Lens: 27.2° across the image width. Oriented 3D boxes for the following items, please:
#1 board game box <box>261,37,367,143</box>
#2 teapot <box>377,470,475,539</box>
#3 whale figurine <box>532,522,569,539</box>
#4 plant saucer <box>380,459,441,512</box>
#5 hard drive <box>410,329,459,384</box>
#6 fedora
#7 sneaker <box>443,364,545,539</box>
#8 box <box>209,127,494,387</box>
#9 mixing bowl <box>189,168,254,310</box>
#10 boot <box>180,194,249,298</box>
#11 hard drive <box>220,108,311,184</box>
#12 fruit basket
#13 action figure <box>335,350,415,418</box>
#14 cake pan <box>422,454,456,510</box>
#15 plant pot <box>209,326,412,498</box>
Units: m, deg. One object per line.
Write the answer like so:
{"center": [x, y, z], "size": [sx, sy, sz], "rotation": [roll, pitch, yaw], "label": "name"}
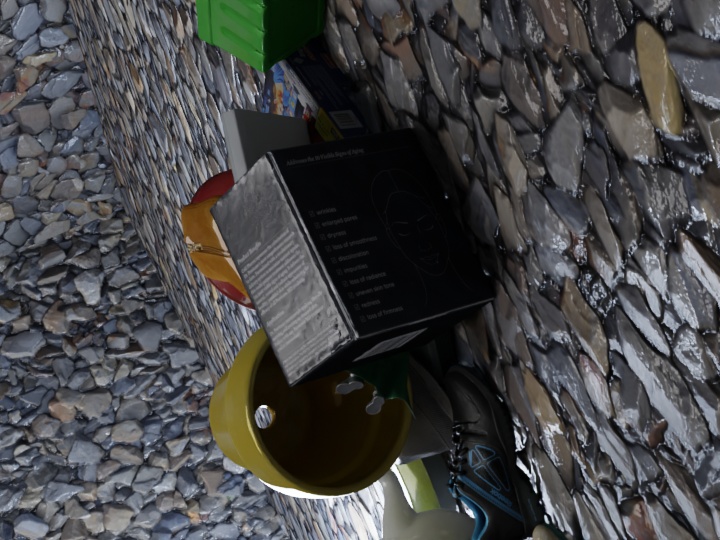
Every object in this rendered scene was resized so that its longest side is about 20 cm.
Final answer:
{"center": [-0.058, -0.127, 1.685], "size": [0.201, 0.061, 0.201], "rotation": [56, 143, 40], "label": "board game box"}
{"center": [0.102, 0.364, 1.799], "size": [0.146, 0.195, 0.202], "rotation": [-78, -4, -62], "label": "teapot"}
{"center": [0.192, 0.334, 1.544], "size": [0.159, 0.104, 0.201], "rotation": [34, 132, 19], "label": "whale figurine"}
{"center": [0.054, 0.275, 1.934], "size": [0.200, 0.031, 0.202], "rotation": [158, 90, -77], "label": "plant saucer"}
{"center": [0.055, 0.011, 1.662], "size": [0.140, 0.033, 0.201], "rotation": [-132, 24, -56], "label": "hard drive"}
{"center": [0.051, 0.162, 1.712], "size": [0.177, 0.090, 0.200], "rotation": [54, 176, -25], "label": "fedora"}
{"center": [0.126, 0.199, 1.579], "size": [0.073, 0.081, 0.202], "rotation": [128, 120, -77], "label": "sneaker"}
{"center": [-0.008, -0.017, 1.449], "size": [0.124, 0.199, 0.198], "rotation": [-36, 73, 45], "label": "box"}
{"center": [-0.104, -0.061, 1.843], "size": [0.108, 0.199, 0.201], "rotation": [-41, 71, 50], "label": "mixing bowl"}
{"center": [-0.131, 0.005, 1.745], "size": [0.143, 0.071, 0.203], "rotation": [-9, 107, 49], "label": "boot"}
{"center": [-0.079, -0.063, 1.547], "size": [0.132, 0.027, 0.202], "rotation": [0, -105, -58], "label": "hard drive"}
{"center": [-0.141, -0.337, 1.599], "size": [0.216, 0.155, 0.216], "rotation": [45, 160, 21], "label": "fruit basket"}
{"center": [0.017, 0.053, 1.553], "size": [0.118, 0.055, 0.201], "rotation": [38, -140, -25], "label": "action figure"}
{"center": [0.072, 0.254, 1.975], "size": [0.201, 0.036, 0.201], "rotation": [90, 154, -58], "label": "cake pan"}
{"center": [-0.072, 0.152, 1.632], "size": [0.188, 0.200, 0.202], "rotation": [-21, 92, 60], "label": "plant pot"}
